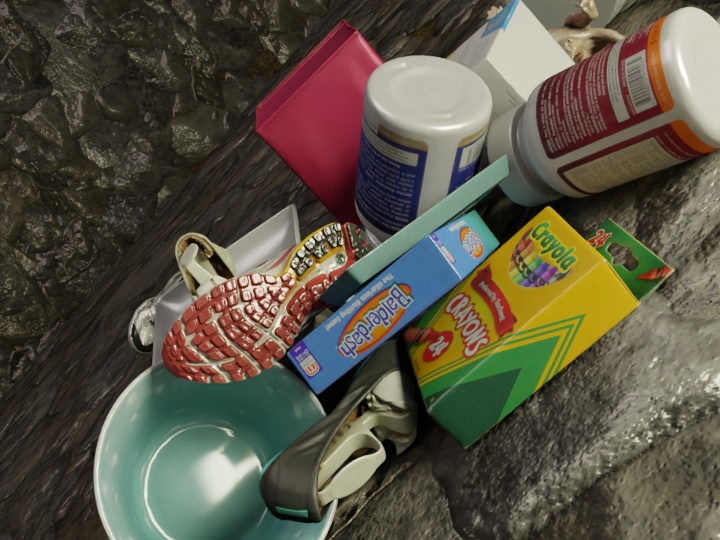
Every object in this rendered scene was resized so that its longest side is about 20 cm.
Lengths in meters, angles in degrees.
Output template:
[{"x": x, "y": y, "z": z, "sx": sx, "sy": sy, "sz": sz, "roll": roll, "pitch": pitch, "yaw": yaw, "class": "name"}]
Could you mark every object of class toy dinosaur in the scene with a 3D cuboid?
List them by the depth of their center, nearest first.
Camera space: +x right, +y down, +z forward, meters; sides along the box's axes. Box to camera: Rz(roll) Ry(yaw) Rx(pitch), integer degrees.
[{"x": 0.229, "y": -0.252, "z": 0.939, "sx": 0.197, "sy": 0.135, "sz": 0.087, "roll": -7, "pitch": 77, "yaw": 27, "class": "toy dinosaur"}]

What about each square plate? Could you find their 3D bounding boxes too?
[{"x": -0.129, "y": 0.046, "z": 0.814, "sx": 0.199, "sy": 0.028, "sz": 0.199, "roll": -34, "pitch": 37, "yaw": 14, "class": "square plate"}]

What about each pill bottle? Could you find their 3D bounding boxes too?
[{"x": 0.208, "y": -0.126, "z": 0.678, "sx": 0.199, "sy": 0.110, "sz": 0.110, "roll": -20, "pitch": 32, "yaw": 50, "class": "pill bottle"}, {"x": 0.054, "y": -0.093, "z": 0.793, "sx": 0.202, "sy": 0.118, "sz": 0.120, "roll": 97, "pitch": -167, "yaw": -45, "class": "pill bottle"}]

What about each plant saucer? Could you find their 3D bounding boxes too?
[{"x": 0.051, "y": -0.033, "z": 0.676, "sx": 0.199, "sy": 0.019, "sz": 0.070, "roll": -37, "pitch": -4, "yaw": -31, "class": "plant saucer"}]

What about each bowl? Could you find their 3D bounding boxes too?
[{"x": -0.125, "y": 0.176, "z": 0.685, "sx": 0.202, "sy": 0.200, "sz": 0.105, "roll": -57, "pitch": 4, "yaw": -29, "class": "bowl"}]

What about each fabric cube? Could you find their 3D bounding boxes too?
[{"x": -0.019, "y": -0.215, "z": 1.176, "sx": 0.196, "sy": 0.199, "sz": 0.200, "roll": -42, "pitch": 20, "yaw": 11, "class": "fabric cube"}]

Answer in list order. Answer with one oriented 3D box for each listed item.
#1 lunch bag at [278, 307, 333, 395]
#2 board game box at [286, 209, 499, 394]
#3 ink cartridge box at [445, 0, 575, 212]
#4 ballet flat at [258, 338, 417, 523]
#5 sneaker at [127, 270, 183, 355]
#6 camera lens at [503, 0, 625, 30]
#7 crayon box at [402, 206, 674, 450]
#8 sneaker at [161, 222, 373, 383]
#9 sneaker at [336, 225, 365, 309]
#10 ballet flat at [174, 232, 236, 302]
[{"x": -0.108, "y": 0.081, "z": 0.902, "sx": 0.164, "sy": 0.118, "sz": 0.200, "roll": -44, "pitch": 24, "yaw": -2, "class": "lunch bag"}, {"x": 0.037, "y": 0.020, "z": 0.694, "sx": 0.152, "sy": 0.045, "sz": 0.200, "roll": -40, "pitch": -3, "yaw": 20, "class": "board game box"}, {"x": 0.125, "y": -0.162, "z": 0.875, "sx": 0.199, "sy": 0.125, "sz": 0.129, "roll": -33, "pitch": 21, "yaw": 46, "class": "ink cartridge box"}, {"x": 0.004, "y": 0.131, "z": 0.650, "sx": 0.068, "sy": 0.069, "sz": 0.200, "roll": 10, "pitch": 41, "yaw": 39, "class": "ballet flat"}, {"x": -0.350, "y": 0.065, "z": 1.480, "sx": 0.087, "sy": 0.076, "sz": 0.201, "roll": -17, "pitch": 35, "yaw": 53, "class": "sneaker"}, {"x": 0.273, "y": -0.400, "z": 1.002, "sx": 0.159, "sy": 0.160, "sz": 0.201, "roll": -21, "pitch": 31, "yaw": 49, "class": "camera lens"}, {"x": 0.127, "y": 0.029, "z": 0.627, "sx": 0.200, "sy": 0.051, "sz": 0.127, "roll": -42, "pitch": 20, "yaw": 9, "class": "crayon box"}, {"x": -0.078, "y": 0.033, "z": 0.683, "sx": 0.198, "sy": 0.079, "sz": 0.082, "roll": -30, "pitch": 4, "yaw": -28, "class": "sneaker"}, {"x": 0.000, "y": 0.000, "z": 0.910, "sx": 0.099, "sy": 0.071, "sz": 0.200, "roll": -46, "pitch": 20, "yaw": -4, "class": "sneaker"}, {"x": -0.142, "y": 0.024, "z": 0.771, "sx": 0.067, "sy": 0.062, "sz": 0.200, "roll": -43, "pitch": 35, "yaw": -1, "class": "ballet flat"}]
